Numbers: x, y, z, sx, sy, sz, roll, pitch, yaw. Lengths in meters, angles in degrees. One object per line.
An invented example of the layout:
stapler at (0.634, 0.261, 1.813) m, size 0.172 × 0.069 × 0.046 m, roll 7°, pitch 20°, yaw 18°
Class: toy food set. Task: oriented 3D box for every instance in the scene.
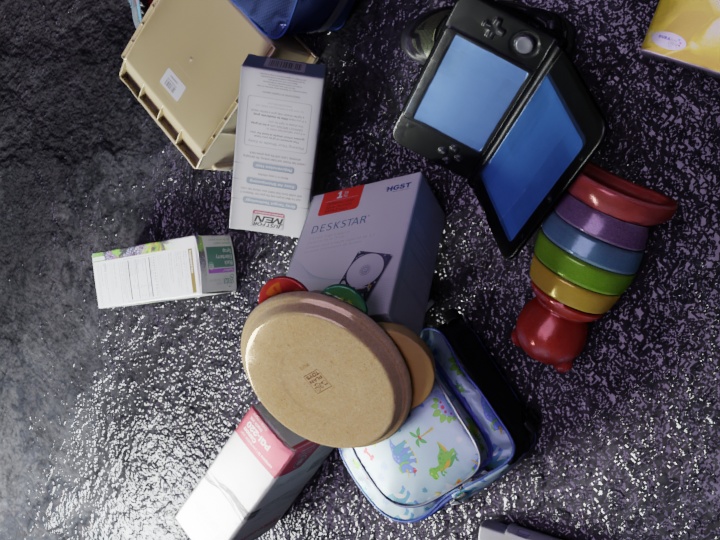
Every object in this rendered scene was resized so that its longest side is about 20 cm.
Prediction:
toy food set at (-0.035, 0.097, 0.831) m, size 0.197 × 0.049 × 0.201 m, roll 37°, pitch 130°, yaw -2°

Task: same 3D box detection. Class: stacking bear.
stacking bear at (0.223, 0.004, 0.838) m, size 0.120 × 0.113 × 0.203 m, roll 27°, pitch 112°, yaw 18°

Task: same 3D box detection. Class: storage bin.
storage bin at (-0.193, -0.268, 1.064) m, size 0.201 × 0.093 × 0.199 m, roll 48°, pitch 114°, yaw 17°

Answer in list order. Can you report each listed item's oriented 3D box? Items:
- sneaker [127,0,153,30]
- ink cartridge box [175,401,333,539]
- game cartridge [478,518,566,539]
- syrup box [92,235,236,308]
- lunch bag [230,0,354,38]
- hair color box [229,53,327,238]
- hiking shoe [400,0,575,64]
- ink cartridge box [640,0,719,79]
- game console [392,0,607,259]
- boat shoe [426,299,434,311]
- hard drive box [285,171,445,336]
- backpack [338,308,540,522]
sneaker at (-0.304, -0.412, 1.138) m, size 0.094 × 0.079 × 0.205 m, roll -14°, pitch 78°, yaw 39°
ink cartridge box at (-0.121, 0.252, 1.025) m, size 0.085 × 0.145 × 0.202 m, roll 41°, pitch 111°, yaw 19°
game cartridge at (0.221, 0.364, 0.904) m, size 0.197 × 0.038 × 0.133 m, roll 10°, pitch 95°, yaw 29°
syrup box at (-0.274, 0.002, 1.135) m, size 0.197 × 0.078 × 0.083 m, roll -9°, pitch 89°, yaw 30°
lunch bag at (-0.091, -0.382, 0.978) m, size 0.201 × 0.131 × 0.137 m, roll 48°, pitch 129°, yaw 17°
hair color box at (-0.100, -0.147, 0.985) m, size 0.097 × 0.061 × 0.204 m, roll 8°, pitch 116°, yaw -3°
hiking shoe at (0.125, -0.261, 0.875) m, size 0.196 × 0.100 × 0.078 m, roll 5°, pitch 89°, yaw 27°
ink cartridge box at (0.393, -0.272, 0.757) m, size 0.195 × 0.047 × 0.204 m, roll 25°, pitch 108°, yaw 27°
game console at (0.130, -0.142, 0.828) m, size 0.173 × 0.118 × 0.201 m, roll 26°, pitch 137°, yaw -5°
boat shoe at (0.000, 0.066, 0.986) m, size 0.198 × 0.074 × 0.067 m, roll -33°, pitch 89°, yaw 37°
hard drive box at (0.000, 0.000, 0.917) m, size 0.153 × 0.077 × 0.203 m, roll -10°, pitch 46°, yaw 29°
backpack at (0.068, 0.179, 0.914) m, size 0.200 × 0.146 × 0.184 m, roll -44°, pitch 70°, yaw 28°
